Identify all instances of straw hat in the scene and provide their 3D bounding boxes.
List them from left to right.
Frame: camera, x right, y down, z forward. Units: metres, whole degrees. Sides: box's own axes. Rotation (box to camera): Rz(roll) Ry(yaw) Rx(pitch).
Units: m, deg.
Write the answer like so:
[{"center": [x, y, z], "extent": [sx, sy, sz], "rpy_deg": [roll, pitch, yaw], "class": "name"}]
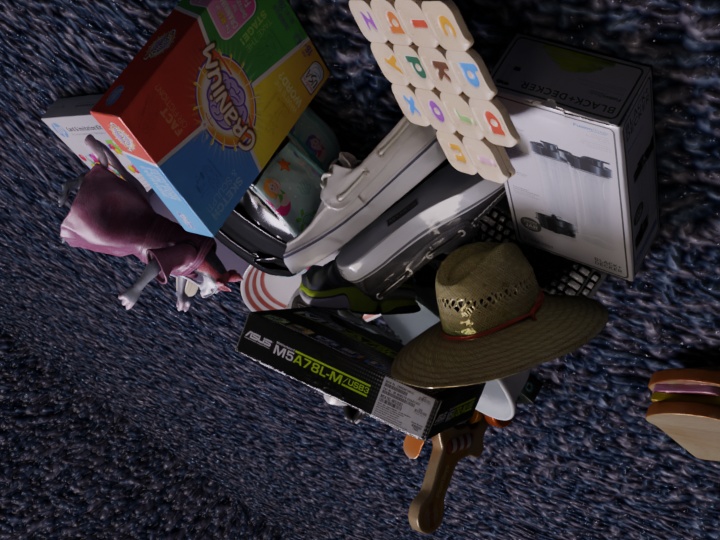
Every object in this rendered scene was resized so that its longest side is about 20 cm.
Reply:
[{"center": [0.110, 0.021, 1.005], "extent": [0.200, 0.200, 0.086], "rpy_deg": [2, 113, 52], "class": "straw hat"}]

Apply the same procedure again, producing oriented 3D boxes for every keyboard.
[{"center": [0.123, -0.008, 1.111], "extent": [0.199, 0.021, 0.128], "rpy_deg": [32, 116, 5], "class": "keyboard"}]

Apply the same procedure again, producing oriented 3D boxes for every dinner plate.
[{"center": [-0.040, 0.010, 1.348], "extent": [0.197, 0.024, 0.201], "rpy_deg": [-4, 147, -2], "class": "dinner plate"}]

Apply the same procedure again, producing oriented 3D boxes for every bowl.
[{"center": [0.113, 0.056, 1.232], "extent": [0.201, 0.090, 0.201], "rpy_deg": [42, 164, 14], "class": "bowl"}]

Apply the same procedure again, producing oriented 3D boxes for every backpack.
[{"center": [-0.103, -0.093, 1.171], "extent": [0.200, 0.151, 0.177], "rpy_deg": [45, 158, -3], "class": "backpack"}]

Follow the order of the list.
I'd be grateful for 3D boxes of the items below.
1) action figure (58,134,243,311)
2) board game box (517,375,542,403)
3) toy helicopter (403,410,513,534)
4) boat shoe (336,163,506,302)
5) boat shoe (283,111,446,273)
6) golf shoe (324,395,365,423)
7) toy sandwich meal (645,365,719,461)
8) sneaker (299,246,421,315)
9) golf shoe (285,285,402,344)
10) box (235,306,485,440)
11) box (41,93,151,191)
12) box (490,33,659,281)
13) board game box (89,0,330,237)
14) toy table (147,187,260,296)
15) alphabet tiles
[{"center": [-0.210, -0.035, 1.211], "extent": [0.198, 0.150, 0.134], "rpy_deg": [21, -178, 1], "class": "action figure"}, {"center": [0.119, 0.120, 1.457], "extent": [0.135, 0.028, 0.200], "rpy_deg": [40, 157, -15], "class": "board game box"}, {"center": [0.097, 0.206, 1.359], "extent": [0.078, 0.202, 0.132], "rpy_deg": [10, 166, 43], "class": "toy helicopter"}, {"center": [0.072, -0.037, 1.035], "extent": [0.066, 0.199, 0.070], "rpy_deg": [48, -164, -24], "class": "boat shoe"}, {"center": [-0.003, -0.077, 1.055], "extent": [0.066, 0.199, 0.072], "rpy_deg": [49, -159, -6], "class": "boat shoe"}, {"center": [-0.019, 0.130, 1.562], "extent": [0.077, 0.095, 0.201], "rpy_deg": [15, 149, 40], "class": "golf shoe"}, {"center": [0.376, 0.165, 1.141], "extent": [0.204, 0.071, 0.206], "rpy_deg": [29, 157, 13], "class": "toy sandwich meal"}, {"center": [0.000, 0.000, 1.171], "extent": [0.073, 0.082, 0.199], "rpy_deg": [3, -179, -31], "class": "sneaker"}, {"center": [-0.004, 0.092, 1.293], "extent": [0.200, 0.094, 0.078], "rpy_deg": [46, 169, 0], "class": "golf shoe"}, {"center": [0.006, 0.092, 1.110], "extent": [0.198, 0.048, 0.193], "rpy_deg": [24, -171, 17], "class": "box"}, {"center": [-0.294, -0.139, 1.488], "extent": [0.155, 0.041, 0.200], "rpy_deg": [6, 144, 48], "class": "box"}, {"center": [0.173, -0.086, 0.928], "extent": [0.116, 0.060, 0.201], "rpy_deg": [21, 155, 29], "class": "box"}, {"center": [-0.123, -0.155, 1.011], "extent": [0.040, 0.201, 0.153], "rpy_deg": [14, 151, 39], "class": "board game box"}, {"center": [-0.185, -0.055, 1.355], "extent": [0.198, 0.186, 0.117], "rpy_deg": [8, -177, -31], "class": "toy table"}, {"center": [0.055, -0.160, 0.908], "extent": [0.201, 0.015, 0.195], "rpy_deg": [61, 168, -21], "class": "alphabet tiles"}]
